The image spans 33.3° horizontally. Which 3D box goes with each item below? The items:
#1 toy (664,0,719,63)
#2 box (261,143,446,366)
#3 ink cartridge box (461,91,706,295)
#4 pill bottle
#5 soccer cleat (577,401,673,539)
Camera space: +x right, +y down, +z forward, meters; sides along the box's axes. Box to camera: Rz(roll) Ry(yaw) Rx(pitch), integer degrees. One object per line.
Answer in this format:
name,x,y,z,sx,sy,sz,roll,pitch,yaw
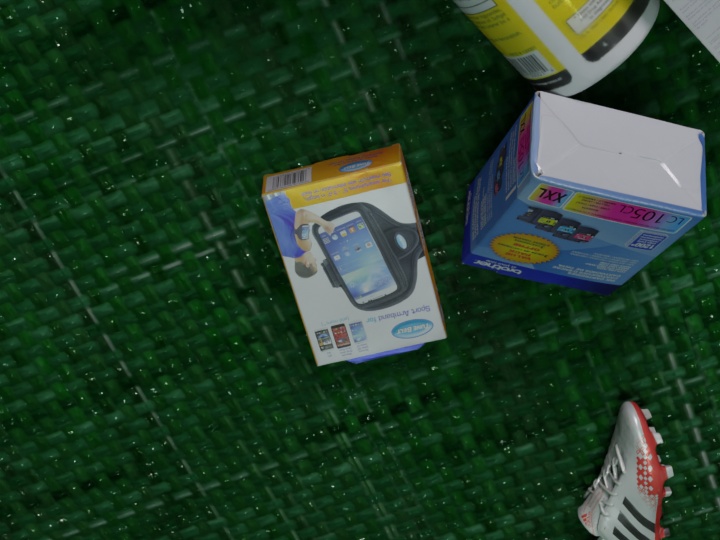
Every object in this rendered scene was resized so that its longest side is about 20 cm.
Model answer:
toy,0.232,-0.232,0.794,0.200,0.047,0.115,39,110,-25
box,0.000,0.000,1.024,0.119,0.042,0.201,-13,118,7
ink cartridge box,0.164,-0.048,0.942,0.136,0.077,0.200,12,158,-9
pill bottle,0.109,-0.227,0.846,0.114,0.114,0.200,-39,115,20
soccer cleat,0.247,0.210,1.140,0.085,0.069,0.201,-11,125,1
